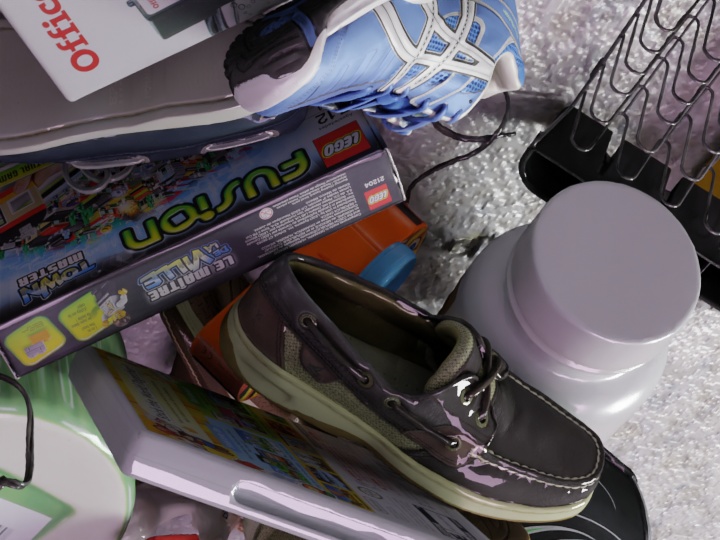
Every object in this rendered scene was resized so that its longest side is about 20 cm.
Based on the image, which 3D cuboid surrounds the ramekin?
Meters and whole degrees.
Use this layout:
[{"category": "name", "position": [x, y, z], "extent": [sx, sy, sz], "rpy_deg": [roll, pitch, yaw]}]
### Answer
[{"category": "ramekin", "position": [-0.210, 0.097, 1.033], "extent": [0.198, 0.098, 0.201], "rpy_deg": [-11, 136, -10]}]

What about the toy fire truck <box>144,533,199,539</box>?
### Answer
[{"category": "toy fire truck", "position": [-0.118, 0.202, 1.116], "extent": [0.140, 0.049, 0.200], "rpy_deg": [-28, 162, 12]}]

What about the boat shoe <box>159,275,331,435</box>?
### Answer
[{"category": "boat shoe", "position": [-0.078, 0.066, 1.108], "extent": [0.074, 0.075, 0.203], "rpy_deg": [-16, 138, 13]}]

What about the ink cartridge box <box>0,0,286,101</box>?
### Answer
[{"category": "ink cartridge box", "position": [-0.074, -0.178, 0.833], "extent": [0.199, 0.083, 0.147], "rpy_deg": [-24, 138, 9]}]

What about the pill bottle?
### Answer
[{"category": "pill bottle", "position": [0.096, 0.040, 1.042], "extent": [0.113, 0.115, 0.200], "rpy_deg": [0, 153, -18]}]

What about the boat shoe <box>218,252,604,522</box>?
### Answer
[{"category": "boat shoe", "position": [0.033, 0.054, 0.934], "extent": [0.200, 0.072, 0.066], "rpy_deg": [26, 134, -12]}]

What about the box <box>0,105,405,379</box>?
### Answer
[{"category": "box", "position": [-0.089, -0.035, 0.944], "extent": [0.199, 0.110, 0.035], "rpy_deg": [-25, 133, -3]}]

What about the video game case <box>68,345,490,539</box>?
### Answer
[{"category": "video game case", "position": [-0.037, 0.091, 0.916], "extent": [0.181, 0.200, 0.023], "rpy_deg": [22, 93, -17]}]

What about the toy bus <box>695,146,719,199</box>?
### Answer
[{"category": "toy bus", "position": [0.253, -0.072, 1.073], "extent": [0.078, 0.065, 0.200], "rpy_deg": [13, 131, -27]}]

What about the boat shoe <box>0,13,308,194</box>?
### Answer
[{"category": "boat shoe", "position": [-0.122, -0.079, 0.922], "extent": [0.198, 0.075, 0.062], "rpy_deg": [-9, 154, 11]}]

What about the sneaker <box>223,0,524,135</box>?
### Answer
[{"category": "sneaker", "position": [0.018, -0.097, 0.879], "extent": [0.075, 0.078, 0.200], "rpy_deg": [-12, -170, 40]}]

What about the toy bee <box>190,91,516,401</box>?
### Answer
[{"category": "toy bee", "position": [0.000, 0.000, 1.036], "extent": [0.199, 0.132, 0.109], "rpy_deg": [-24, 164, -8]}]

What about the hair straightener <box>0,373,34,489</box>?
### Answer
[{"category": "hair straightener", "position": [-0.224, 0.039, 0.929], "extent": [0.077, 0.199, 0.041], "rpy_deg": [-54, 160, -13]}]

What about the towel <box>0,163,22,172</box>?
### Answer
[{"category": "towel", "position": [-0.227, 0.000, 1.018], "extent": [0.198, 0.031, 0.150], "rpy_deg": [-20, 139, 3]}]

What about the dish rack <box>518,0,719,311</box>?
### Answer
[{"category": "dish rack", "position": [0.184, -0.078, 0.988], "extent": [0.153, 0.055, 0.200], "rpy_deg": [31, 140, -1]}]

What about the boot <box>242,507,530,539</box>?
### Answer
[{"category": "boot", "position": [0.009, 0.194, 1.059], "extent": [0.072, 0.156, 0.199], "rpy_deg": [0, -177, -44]}]

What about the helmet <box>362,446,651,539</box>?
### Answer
[{"category": "helmet", "position": [0.059, 0.180, 1.187], "extent": [0.189, 0.201, 0.201], "rpy_deg": [9, 133, -15]}]

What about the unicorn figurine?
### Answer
[{"category": "unicorn figurine", "position": [-0.156, 0.164, 1.177], "extent": [0.198, 0.137, 0.075], "rpy_deg": [-8, 100, 22]}]
